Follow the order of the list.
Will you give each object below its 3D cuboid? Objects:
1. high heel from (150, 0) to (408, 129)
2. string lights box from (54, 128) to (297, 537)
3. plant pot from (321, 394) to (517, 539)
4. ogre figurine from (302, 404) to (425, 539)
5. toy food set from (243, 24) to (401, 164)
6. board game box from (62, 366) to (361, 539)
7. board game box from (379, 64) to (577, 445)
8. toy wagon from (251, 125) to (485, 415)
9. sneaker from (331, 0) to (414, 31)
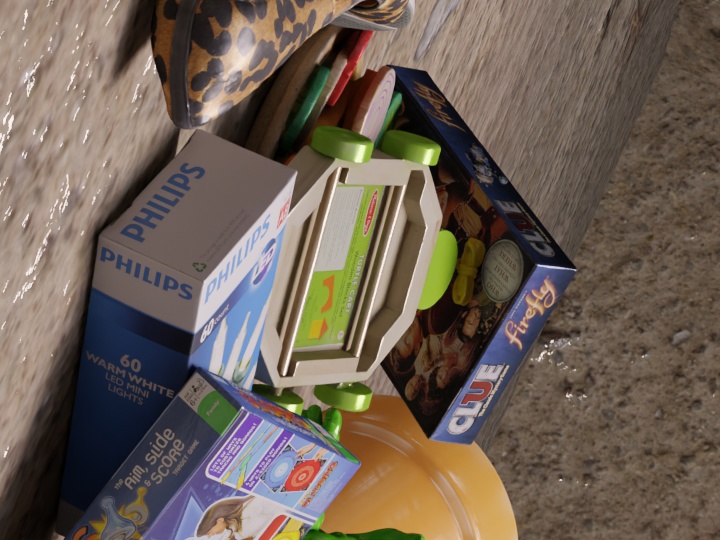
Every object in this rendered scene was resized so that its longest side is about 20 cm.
[{"bbox_3d":[-0.036,-0.109,1.100,0.200,0.071,0.143,38,67,-64],"label":"high heel"},{"bbox_3d":[-0.093,0.042,1.174,0.103,0.059,0.200,-53,162,-47],"label":"string lights box"},{"bbox_3d":[-0.020,0.206,1.649,0.183,0.200,0.201,-22,135,-55],"label":"plant pot"},{"bbox_3d":[-0.037,0.143,1.410,0.098,0.201,0.120,-31,163,22],"label":"ogre figurine"},{"bbox_3d":[-0.031,-0.053,1.363,0.200,0.048,0.199,58,54,-78],"label":"toy food set"},{"bbox_3d":[-0.098,0.149,1.162,0.200,0.034,0.135,-51,151,3],"label":"board game box"},{"bbox_3d":[0.041,-0.012,1.440,0.035,0.200,0.136,7,124,-36],"label":"board game box"},{"bbox_3d":[0.000,0.000,1.297,0.200,0.039,0.156,-2,111,-58],"label":"toy wagon"},{"bbox_3d":[-0.001,-0.192,1.203,0.200,0.070,0.081,90,8,-74],"label":"sneaker"}]
